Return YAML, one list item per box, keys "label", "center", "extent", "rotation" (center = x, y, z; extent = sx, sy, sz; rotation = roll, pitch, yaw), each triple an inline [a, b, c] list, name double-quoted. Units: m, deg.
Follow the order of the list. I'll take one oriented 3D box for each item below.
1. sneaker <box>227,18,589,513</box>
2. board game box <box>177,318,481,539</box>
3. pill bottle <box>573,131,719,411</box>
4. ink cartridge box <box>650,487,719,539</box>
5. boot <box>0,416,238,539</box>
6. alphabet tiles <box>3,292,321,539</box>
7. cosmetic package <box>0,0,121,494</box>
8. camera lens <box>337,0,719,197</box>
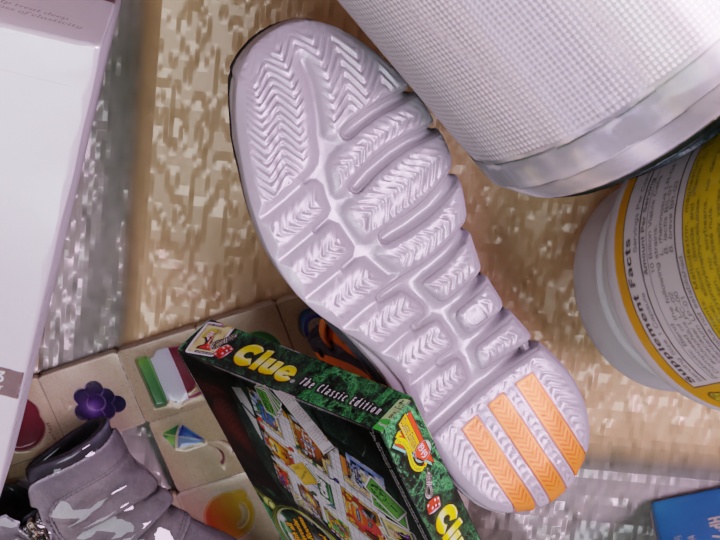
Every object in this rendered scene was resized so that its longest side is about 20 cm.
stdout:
- label: "sneaker"
  center: [0.000, 0.000, 0.938]
  extent: [0.078, 0.112, 0.200]
  rotation: [-32, 105, -14]
- label: "board game box"
  center: [0.008, 0.105, 0.961]
  extent: [0.105, 0.023, 0.200]
  rotation: [17, 145, 39]
- label: "pill bottle"
  center: [0.153, -0.008, 0.884]
  extent: [0.113, 0.200, 0.113]
  rotation: [3, 81, -22]
- label: "ink cartridge box"
  center: [0.226, 0.135, 1.020]
  extent: [0.200, 0.067, 0.116]
  rotation: [-13, 112, 6]
- label: "boot"
  center: [-0.128, 0.160, 1.037]
  extent: [0.132, 0.070, 0.200]
  rotation: [39, 97, -12]
- label: "alphabet tiles"
  center: [-0.048, 0.113, 1.048]
  extent: [0.167, 0.008, 0.200]
  rotation: [-18, 112, 8]
- label: "cosmetic package"
  center: [-0.165, -0.016, 0.951]
  extent: [0.113, 0.081, 0.200]
  rotation: [12, 111, -4]
- label: "camera lens"
  center: [0.057, -0.137, 0.856]
  extent: [0.160, 0.160, 0.200]
  rotation: [-37, 108, 15]
